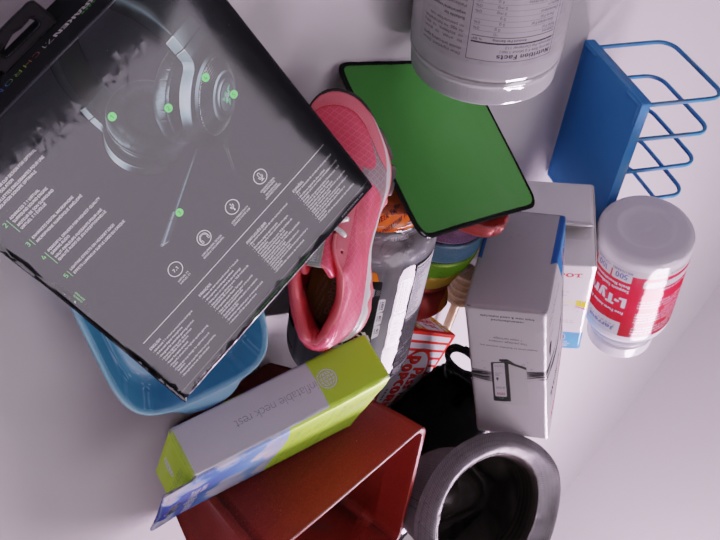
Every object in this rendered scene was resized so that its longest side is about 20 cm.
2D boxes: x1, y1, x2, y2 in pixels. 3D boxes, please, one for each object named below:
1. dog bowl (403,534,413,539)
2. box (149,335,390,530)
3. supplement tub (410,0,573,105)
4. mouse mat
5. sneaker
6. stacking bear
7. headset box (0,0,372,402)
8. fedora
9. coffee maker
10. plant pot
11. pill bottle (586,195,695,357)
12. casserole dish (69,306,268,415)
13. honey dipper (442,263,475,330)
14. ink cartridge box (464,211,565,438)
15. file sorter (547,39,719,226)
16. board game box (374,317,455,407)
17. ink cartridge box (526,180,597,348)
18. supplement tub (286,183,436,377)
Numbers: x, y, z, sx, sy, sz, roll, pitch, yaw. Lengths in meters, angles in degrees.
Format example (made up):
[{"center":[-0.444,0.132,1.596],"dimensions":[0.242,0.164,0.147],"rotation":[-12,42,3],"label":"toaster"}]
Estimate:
[{"center":[-0.006,0.360,1.142],"dimensions":[0.200,0.200,0.074],"rotation":[-37,106,-31],"label":"dog bowl"},{"center":[-0.082,0.131,0.710],"dimensions":[0.199,0.048,0.122],"rotation":[-24,162,-27],"label":"box"},{"center":[0.108,-0.247,0.684],"dimensions":[0.132,0.132,0.201],"rotation":[-37,149,-30],"label":"supplement tub"},{"center":[0.073,-0.114,0.772],"dimensions":[0.008,0.162,0.199],"rotation":[-31,171,38],"label":"mouse mat"},{"center":[-0.018,-0.033,0.661],"dimensions":[0.087,0.073,0.202],"rotation":[-45,139,-73],"label":"sneaker"},{"center":[0.067,-0.025,0.896],"dimensions":[0.201,0.113,0.122],"rotation":[110,1,-45],"label":"stacking bear"},{"center":[-0.122,-0.060,0.498],"dimensions":[0.174,0.093,0.200],"rotation":[-50,127,-10],"label":"headset box"},{"center":[0.117,0.254,0.960],"dimensions":[0.199,0.090,0.179],"rotation":[3,96,-37],"label":"fedora"},{"center":[0.056,0.210,1.047],"dimensions":[0.200,0.134,0.193],"rotation":[-36,123,-32],"label":"coffee maker"},{"center":[-0.077,0.211,0.852],"dimensions":[0.199,0.176,0.201],"rotation":[-32,145,-35],"label":"plant pot"},{"center":[0.333,0.015,1.080],"dimensions":[0.112,0.112,0.201],"rotation":[-40,147,-26],"label":"pill bottle"},{"center":[-0.138,0.011,0.613],"dimensions":[0.120,0.039,0.201],"rotation":[-24,124,-15],"label":"casserole dish"},{"center":[0.113,0.076,1.165],"dimensions":[0.038,0.038,0.201],"rotation":[-28,147,-41],"label":"honey dipper"},{"center":[0.169,0.059,0.939],"dimensions":[0.201,0.084,0.147],"rotation":[77,25,-43],"label":"ink cartridge box"},{"center":[0.333,-0.162,1.086],"dimensions":[0.122,0.139,0.201],"rotation":[-7,135,-15],"label":"file sorter"},{"center":[0.021,0.122,1.048],"dimensions":[0.152,0.046,0.200],"rotation":[-59,153,11],"label":"board game box"},{"center":[0.213,-0.013,1.070],"dimensions":[0.201,0.127,0.126],"rotation":[84,12,-52],"label":"ink cartridge box"},{"center":[0.000,0.000,0.798],"dimensions":[0.122,0.122,0.201],"rotation":[-30,143,-39],"label":"supplement tub"}]
